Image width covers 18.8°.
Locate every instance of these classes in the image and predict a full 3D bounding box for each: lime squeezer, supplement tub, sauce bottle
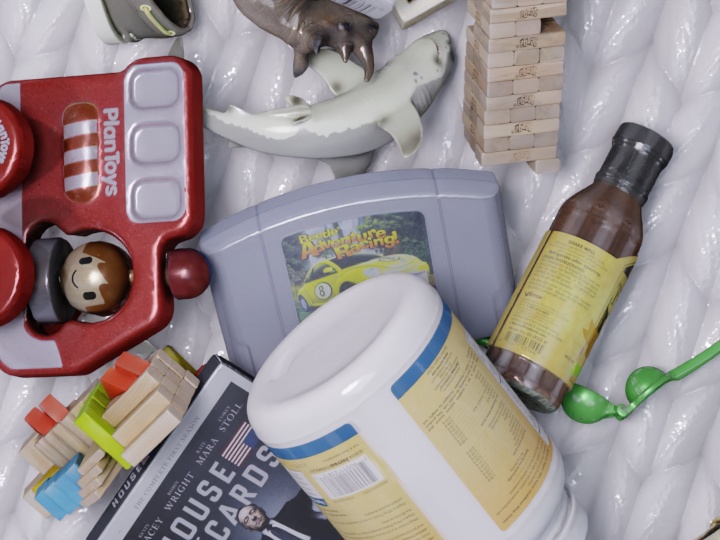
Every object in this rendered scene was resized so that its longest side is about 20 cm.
[{"bbox_3d":[0.175,0.068,1.476,0.199,0.038,0.071,-4,61,1],"label":"lime squeezer"},{"bbox_3d":[0.039,0.117,1.377,0.144,0.145,0.200,-38,109,1],"label":"supplement tub"},{"bbox_3d":[0.147,-0.004,1.443,0.065,0.065,0.200,29,80,-1],"label":"sauce bottle"}]

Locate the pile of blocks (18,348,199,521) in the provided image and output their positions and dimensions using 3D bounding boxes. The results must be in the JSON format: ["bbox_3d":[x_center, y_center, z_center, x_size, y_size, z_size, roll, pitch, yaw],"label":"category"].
[{"bbox_3d":[-0.183,0.108,1.407,0.062,0.082,0.200,42,136,-10],"label":"pile of blocks"}]

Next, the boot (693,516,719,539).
[{"bbox_3d":[0.250,0.162,1.455,0.199,0.072,0.155,8,92,-5],"label":"boot"}]

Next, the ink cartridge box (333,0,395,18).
[{"bbox_3d":[-0.046,-0.287,1.372,0.197,0.047,0.201,20,73,-17],"label":"ink cartridge box"}]

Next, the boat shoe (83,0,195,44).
[{"bbox_3d":[-0.156,-0.227,1.396,0.060,0.202,0.072,2,49,16],"label":"boat shoe"}]

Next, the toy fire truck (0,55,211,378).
[{"bbox_3d":[-0.179,-0.034,1.405,0.167,0.112,0.201,-4,83,17],"label":"toy fire truck"}]

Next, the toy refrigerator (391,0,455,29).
[{"bbox_3d":[0.096,-0.243,1.445,0.199,0.070,0.076,-29,92,2],"label":"toy refrigerator"}]

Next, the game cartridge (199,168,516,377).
[{"bbox_3d":[0.000,0.000,1.436,0.199,0.041,0.134,-12,123,1],"label":"game cartridge"}]

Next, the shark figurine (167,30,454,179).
[{"bbox_3d":[-0.035,-0.089,1.444,0.213,0.090,0.128,-7,49,-6],"label":"shark figurine"}]

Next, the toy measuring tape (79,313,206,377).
[{"bbox_3d":[-0.138,0.071,1.454,0.200,0.074,0.074,44,91,-1],"label":"toy measuring tape"}]

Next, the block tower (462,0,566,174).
[{"bbox_3d":[0.100,-0.161,1.409,0.058,0.054,0.201,-7,119,-11],"label":"block tower"}]

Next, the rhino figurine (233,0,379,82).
[{"bbox_3d":[-0.056,-0.201,1.417,0.087,0.060,0.200,-37,89,-34],"label":"rhino figurine"}]

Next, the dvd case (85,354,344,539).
[{"bbox_3d":[-0.059,0.167,1.442,0.200,0.025,0.151,34,92,-25],"label":"dvd case"}]
